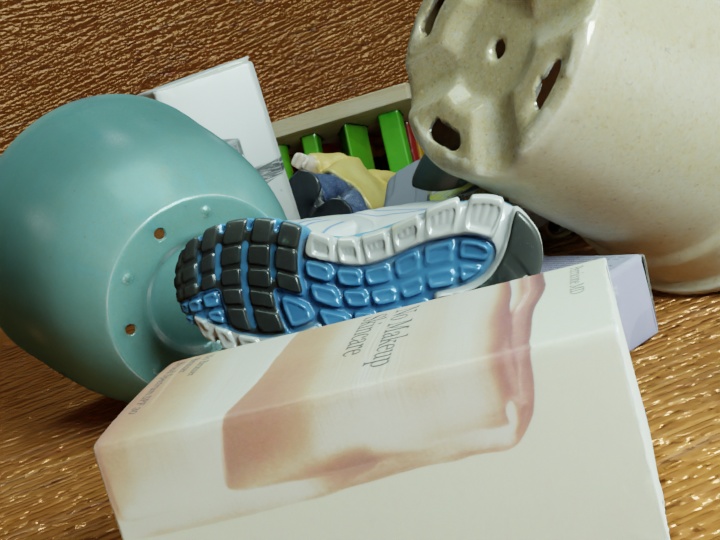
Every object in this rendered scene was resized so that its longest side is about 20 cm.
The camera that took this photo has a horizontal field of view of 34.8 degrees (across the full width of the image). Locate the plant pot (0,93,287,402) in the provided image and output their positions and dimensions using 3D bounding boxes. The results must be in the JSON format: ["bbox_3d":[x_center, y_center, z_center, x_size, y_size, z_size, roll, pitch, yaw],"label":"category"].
[{"bbox_3d":[-0.133,-0.003,0.751,0.199,0.202,0.161,-22,26,-26],"label":"plant pot"}]

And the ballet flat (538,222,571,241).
[{"bbox_3d":[0.204,-0.087,0.906,0.200,0.069,0.063,-40,24,-5],"label":"ballet flat"}]

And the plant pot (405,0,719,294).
[{"bbox_3d":[0.132,-0.098,0.624,0.182,0.203,0.200,10,-7,-38],"label":"plant pot"}]

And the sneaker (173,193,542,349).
[{"bbox_3d":[0.000,0.000,0.617,0.198,0.076,0.087,-5,8,12],"label":"sneaker"}]

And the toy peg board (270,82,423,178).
[{"bbox_3d":[-0.007,-0.106,1.268,0.198,0.099,0.199,-14,-13,14],"label":"toy peg board"}]

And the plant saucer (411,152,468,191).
[{"bbox_3d":[0.111,-0.126,0.801,0.200,0.027,0.200,-48,-7,-8],"label":"plant saucer"}]

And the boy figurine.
[{"bbox_3d":[-0.012,-0.068,1.083,0.065,0.124,0.200,-53,-9,18],"label":"boy figurine"}]

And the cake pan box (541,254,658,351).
[{"bbox_3d":[0.036,0.043,0.631,0.183,0.053,0.199,-28,16,-36],"label":"cake pan box"}]

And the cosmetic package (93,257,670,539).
[{"bbox_3d":[0.012,0.068,0.454,0.198,0.088,0.103,-14,11,12],"label":"cosmetic package"}]

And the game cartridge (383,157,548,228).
[{"bbox_3d":[0.099,-0.066,0.890,0.199,0.041,0.134,-27,34,25],"label":"game cartridge"}]

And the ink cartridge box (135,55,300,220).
[{"bbox_3d":[-0.109,-0.063,0.939,0.083,0.202,0.144,-19,12,-14],"label":"ink cartridge box"}]
